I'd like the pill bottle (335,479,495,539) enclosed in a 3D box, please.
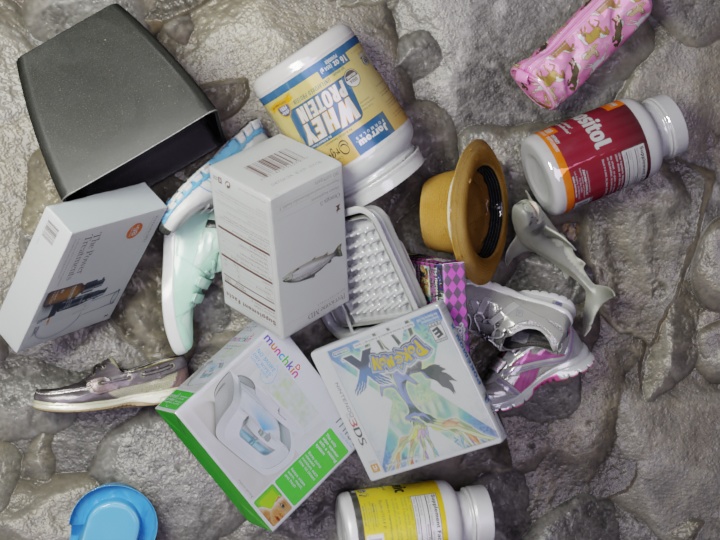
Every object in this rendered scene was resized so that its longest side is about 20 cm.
[{"bbox_3d":[0.072,0.338,1.515,0.200,0.111,0.112,-5,97,-10],"label":"pill bottle"}]

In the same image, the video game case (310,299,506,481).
[{"bbox_3d":[0.055,0.150,1.384,0.200,0.022,0.183,-23,94,32],"label":"video game case"}]

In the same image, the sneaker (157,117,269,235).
[{"bbox_3d":[-0.165,-0.101,1.408,0.087,0.075,0.200,48,62,-10],"label":"sneaker"}]

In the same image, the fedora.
[{"bbox_3d":[0.127,-0.074,1.464,0.082,0.201,0.201,1,98,25],"label":"fedora"}]

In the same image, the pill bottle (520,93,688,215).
[{"bbox_3d":[0.322,-0.158,1.502,0.200,0.113,0.113,-22,100,-8],"label":"pill bottle"}]

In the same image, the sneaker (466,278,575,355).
[{"bbox_3d":[0.176,0.064,1.484,0.200,0.075,0.082,4,53,18],"label":"sneaker"}]

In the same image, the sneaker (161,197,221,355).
[{"bbox_3d":[-0.190,0.009,1.447,0.118,0.074,0.201,1,94,-4],"label":"sneaker"}]

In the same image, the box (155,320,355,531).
[{"bbox_3d":[-0.124,0.193,1.445,0.176,0.097,0.200,-41,105,-21],"label":"box"}]

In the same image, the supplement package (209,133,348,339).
[{"bbox_3d":[-0.096,-0.042,1.383,0.117,0.117,0.200,-31,133,-34],"label":"supplement package"}]

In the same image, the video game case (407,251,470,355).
[{"bbox_3d":[0.084,0.080,1.451,0.036,0.181,0.200,-7,98,-22],"label":"video game case"}]

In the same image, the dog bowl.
[{"bbox_3d":[-0.332,0.368,1.478,0.111,0.050,0.200,15,93,-12],"label":"dog bowl"}]

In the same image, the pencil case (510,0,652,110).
[{"bbox_3d":[0.289,-0.300,1.495,0.087,0.083,0.200,44,88,-12],"label":"pencil case"}]

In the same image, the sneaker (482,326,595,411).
[{"bbox_3d":[0.212,0.125,1.538,0.200,0.081,0.088,-26,96,-13],"label":"sneaker"}]

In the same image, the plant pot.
[{"bbox_3d":[-0.296,-0.194,1.357,0.200,0.200,0.178,-32,88,-5],"label":"plant pot"}]

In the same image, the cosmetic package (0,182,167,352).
[{"bbox_3d":[-0.330,-0.004,1.343,0.052,0.151,0.200,44,125,15],"label":"cosmetic package"}]

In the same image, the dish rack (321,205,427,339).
[{"bbox_3d":[0.000,0.000,1.436,0.044,0.200,0.172,-31,101,-34],"label":"dish rack"}]

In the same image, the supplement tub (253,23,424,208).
[{"bbox_3d":[-0.024,-0.188,1.420,0.145,0.145,0.200,-35,101,-5],"label":"supplement tub"}]

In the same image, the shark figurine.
[{"bbox_3d":[0.243,-0.019,1.520,0.089,0.128,0.214,-39,115,10],"label":"shark figurine"}]

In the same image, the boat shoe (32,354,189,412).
[{"bbox_3d":[-0.314,0.142,1.447,0.200,0.072,0.065,-5,92,-13],"label":"boat shoe"}]
